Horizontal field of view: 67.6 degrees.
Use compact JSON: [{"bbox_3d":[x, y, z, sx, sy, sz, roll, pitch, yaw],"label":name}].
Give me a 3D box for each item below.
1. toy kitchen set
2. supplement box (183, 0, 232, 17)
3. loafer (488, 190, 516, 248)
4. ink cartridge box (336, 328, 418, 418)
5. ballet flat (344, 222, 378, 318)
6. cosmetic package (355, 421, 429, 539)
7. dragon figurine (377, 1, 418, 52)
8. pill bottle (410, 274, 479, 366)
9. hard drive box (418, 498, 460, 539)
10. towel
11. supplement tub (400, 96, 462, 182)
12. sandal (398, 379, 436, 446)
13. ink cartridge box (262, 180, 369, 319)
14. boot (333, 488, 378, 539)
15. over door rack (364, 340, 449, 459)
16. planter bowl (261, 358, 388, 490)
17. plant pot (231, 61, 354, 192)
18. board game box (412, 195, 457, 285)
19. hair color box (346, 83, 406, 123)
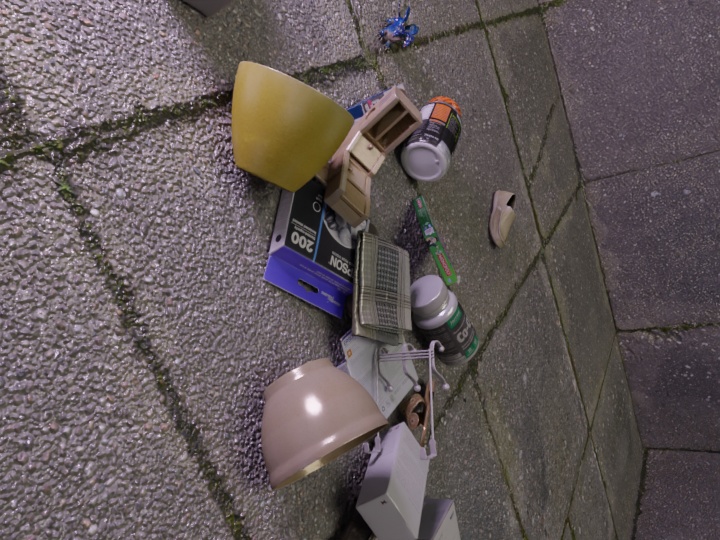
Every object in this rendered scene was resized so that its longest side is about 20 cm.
[{"bbox_3d":[-0.004,-0.232,0.966,0.162,0.179,0.203,38,34,-26],"label":"toy kitchen set"},{"bbox_3d":[-0.235,-0.515,0.808,0.100,0.101,0.206,15,73,-49],"label":"supplement box"},{"bbox_3d":[0.449,-0.167,1.682,0.075,0.067,0.205,34,57,-44],"label":"loafer"},{"bbox_3d":[0.030,0.182,1.072,0.199,0.040,0.205,-35,111,-50],"label":"ink cartridge box"},{"bbox_3d":[0.000,0.000,1.067,0.047,0.065,0.205,106,-10,-67],"label":"ballet flat"},{"bbox_3d":[0.065,0.387,0.986,0.103,0.070,0.200,56,21,-9],"label":"cosmetic package"},{"bbox_3d":[0.102,-0.581,1.274,0.059,0.098,0.203,52,45,-32],"label":"dragon figurine"},{"bbox_3d":[0.187,0.115,1.237,0.201,0.111,0.115,54,45,-31],"label":"pill bottle"},{"bbox_3d":[0.155,0.604,1.104,0.155,0.075,0.206,-13,94,-64],"label":"hard drive box"},{"bbox_3d":[0.047,0.040,1.044,0.191,0.034,0.206,20,69,-56],"label":"towel"},{"bbox_3d":[0.178,-0.323,1.306,0.123,0.120,0.203,52,46,-32],"label":"supplement tub"},{"bbox_3d":[0.117,0.298,1.155,0.212,0.068,0.080,-52,152,-67],"label":"sandal"},{"bbox_3d":[-0.071,-0.042,0.968,0.196,0.043,0.205,29,61,-41],"label":"ink cartridge box"},{"bbox_3d":[0.008,0.517,0.960,0.202,0.068,0.175,53,45,-18],"label":"boot"},{"bbox_3d":[0.086,0.237,0.983,0.066,0.146,0.205,26,62,-39],"label":"over door rack"},{"bbox_3d":[-0.072,0.223,0.827,0.198,0.200,0.137,-2,57,-53],"label":"planter bowl"},{"bbox_3d":[-0.124,-0.210,0.848,0.198,0.198,0.145,19,96,-49],"label":"plant pot"},{"bbox_3d":[0.171,-0.074,1.247,0.136,0.029,0.202,59,13,-28],"label":"board game box"},{"bbox_3d":[0.044,-0.333,1.180,0.200,0.059,0.102,-45,118,-48],"label":"hair color box"}]
